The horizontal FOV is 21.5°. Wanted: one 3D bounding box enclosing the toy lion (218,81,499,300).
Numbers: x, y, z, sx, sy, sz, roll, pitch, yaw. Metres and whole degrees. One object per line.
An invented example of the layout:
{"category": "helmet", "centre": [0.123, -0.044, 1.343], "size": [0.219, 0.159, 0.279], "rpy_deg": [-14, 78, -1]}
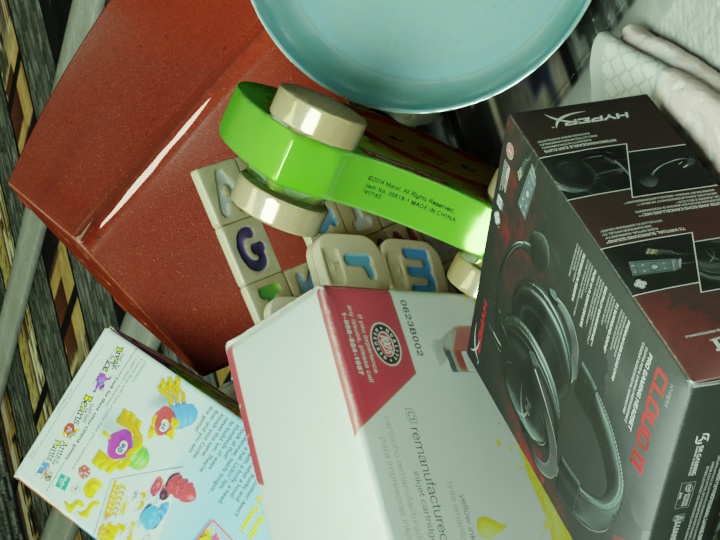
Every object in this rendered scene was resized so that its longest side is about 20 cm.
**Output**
{"category": "toy lion", "centre": [0.015, -0.054, 1.005], "size": [0.069, 0.199, 0.192], "rpy_deg": [-65, 24, 12]}

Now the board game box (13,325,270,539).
{"category": "board game box", "centre": [-0.079, 0.134, 1.079], "size": [0.200, 0.105, 0.103], "rpy_deg": [31, 178, 31]}

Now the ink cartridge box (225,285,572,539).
{"category": "ink cartridge box", "centre": [0.045, 0.091, 0.967], "size": [0.083, 0.199, 0.146], "rpy_deg": [-34, 64, 39]}

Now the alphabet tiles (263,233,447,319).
{"category": "alphabet tiles", "centre": [0.030, 0.075, 1.039], "size": [0.015, 0.195, 0.201], "rpy_deg": [-32, 66, 40]}

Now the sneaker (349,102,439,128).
{"category": "sneaker", "centre": [-0.004, -0.114, 1.215], "size": [0.200, 0.075, 0.087], "rpy_deg": [-178, 74, -70]}

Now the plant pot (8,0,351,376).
{"category": "plant pot", "centre": [-0.103, -0.055, 1.203], "size": [0.200, 0.176, 0.200], "rpy_deg": [51, 169, -34]}

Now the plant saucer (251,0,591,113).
{"category": "plant saucer", "centre": [0.033, -0.180, 0.964], "size": [0.027, 0.199, 0.201], "rpy_deg": [-3, -97, -72]}

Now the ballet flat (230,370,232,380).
{"category": "ballet flat", "centre": [-0.033, 0.118, 1.341], "size": [0.200, 0.074, 0.074], "rpy_deg": [68, 176, -50]}

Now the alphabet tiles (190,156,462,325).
{"category": "alphabet tiles", "centre": [0.000, 0.000, 1.076], "size": [0.008, 0.200, 0.168], "rpy_deg": [-24, 90, 38]}

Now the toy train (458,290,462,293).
{"category": "toy train", "centre": [0.018, 0.032, 1.235], "size": [0.200, 0.056, 0.042], "rpy_deg": [162, 104, -70]}

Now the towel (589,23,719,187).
{"category": "towel", "centre": [0.156, 0.007, 0.885], "size": [0.191, 0.032, 0.201], "rpy_deg": [-130, 36, -55]}

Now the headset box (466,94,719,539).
{"category": "headset box", "centre": [0.125, 0.043, 0.827], "size": [0.200, 0.077, 0.149], "rpy_deg": [-117, 25, -44]}

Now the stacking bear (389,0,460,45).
{"category": "stacking bear", "centre": [0.029, -0.189, 1.032], "size": [0.114, 0.121, 0.201], "rpy_deg": [19, -126, -75]}

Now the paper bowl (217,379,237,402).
{"category": "paper bowl", "centre": [-0.044, 0.148, 1.244], "size": [0.104, 0.200, 0.202], "rpy_deg": [-131, 37, -55]}
